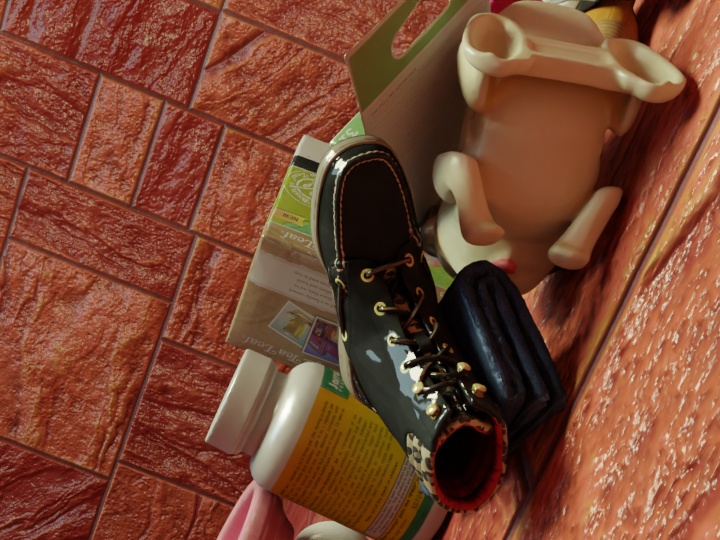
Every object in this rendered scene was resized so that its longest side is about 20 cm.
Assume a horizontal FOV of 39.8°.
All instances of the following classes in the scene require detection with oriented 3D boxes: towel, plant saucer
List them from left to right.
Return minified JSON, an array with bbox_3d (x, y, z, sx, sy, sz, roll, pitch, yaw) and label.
[{"bbox_3d":[-0.110,0.278,0.843,0.202,0.050,0.201,-61,6,11],"label":"plant saucer"},{"bbox_3d":[0.074,0.083,0.698,0.200,0.048,0.113,112,143,-59],"label":"towel"}]

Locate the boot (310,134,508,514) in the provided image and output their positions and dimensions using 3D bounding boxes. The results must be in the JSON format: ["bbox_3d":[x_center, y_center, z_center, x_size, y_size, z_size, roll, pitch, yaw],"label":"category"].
[{"bbox_3d":[0.033,0.033,0.608,0.154,0.073,0.205,-131,29,-54],"label":"boot"}]

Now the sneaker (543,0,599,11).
[{"bbox_3d":[0.181,-0.241,0.713,0.076,0.077,0.199,-49,19,-21],"label":"sneaker"}]

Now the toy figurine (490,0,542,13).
[{"bbox_3d":[0.163,-0.231,1.030,0.199,0.150,0.185,-25,28,51],"label":"toy figurine"}]

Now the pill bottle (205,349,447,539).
[{"bbox_3d":[-0.023,0.146,0.829,0.114,0.198,0.113,-63,5,10],"label":"pill bottle"}]

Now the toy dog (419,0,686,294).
[{"bbox_3d":[0.104,-0.074,0.690,0.195,0.138,0.202,-106,24,-56],"label":"toy dog"}]

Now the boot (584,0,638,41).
[{"bbox_3d":[0.169,-0.143,0.825,0.202,0.070,0.145,-57,6,48],"label":"boot"}]

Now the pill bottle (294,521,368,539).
[{"bbox_3d":[-0.034,0.305,0.838,0.200,0.110,0.112,-79,11,-68],"label":"pill bottle"}]

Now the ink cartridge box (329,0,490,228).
[{"bbox_3d":[0.039,-0.127,0.699,0.146,0.048,0.201,-49,-33,-20],"label":"ink cartridge box"}]

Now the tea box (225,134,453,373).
[{"bbox_3d":[0.000,0.000,0.954,0.198,0.198,0.134,-77,9,-54],"label":"tea box"}]
